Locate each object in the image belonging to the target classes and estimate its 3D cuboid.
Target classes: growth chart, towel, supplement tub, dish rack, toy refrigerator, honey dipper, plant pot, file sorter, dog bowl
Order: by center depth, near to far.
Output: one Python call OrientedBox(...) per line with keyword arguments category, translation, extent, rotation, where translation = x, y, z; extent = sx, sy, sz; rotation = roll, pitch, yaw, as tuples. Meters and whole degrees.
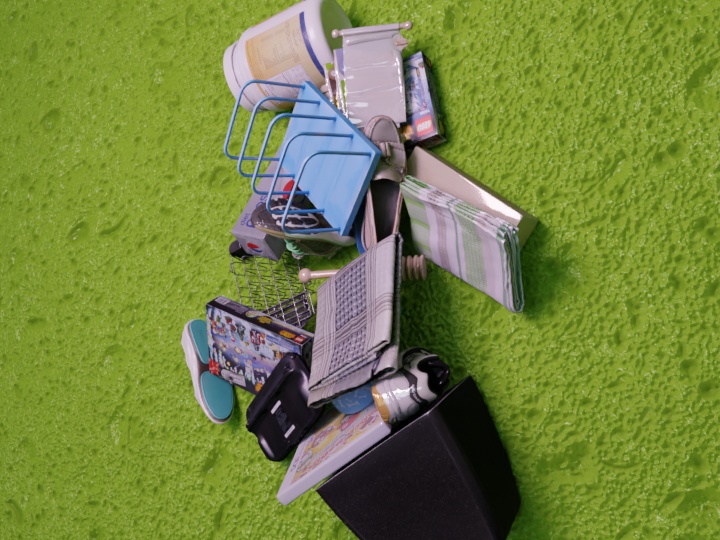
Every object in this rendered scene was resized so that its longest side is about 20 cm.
OrientedBox(category="plant pot", translation=(0.096, 0.280, 0.887), extent=(0.199, 0.199, 0.179), rotation=(-39, 78, 19))
OrientedBox(category="towel", translation=(-0.013, 0.069, 0.922), extent=(0.192, 0.034, 0.203), rotation=(-33, 44, 43))
OrientedBox(category="towel", translation=(0.134, -0.034, 0.928), extent=(0.031, 0.151, 0.199), rotation=(-37, 45, -23))
OrientedBox(category="file sorter", translation=(-0.091, -0.162, 0.972), extent=(0.200, 0.121, 0.140), rotation=(49, 130, 34))
OrientedBox(category="toy refrigerator", translation=(0.149, -0.094, 0.983), extent=(0.199, 0.070, 0.077), rotation=(39, 109, 30))
OrientedBox(category="dog bowl", translation=(-0.006, 0.106, 0.999), extent=(0.111, 0.049, 0.202), rotation=(-21, 44, 42))
OrientedBox(category="honey dipper", translation=(0.000, 0.000, 1.023), extent=(0.197, 0.038, 0.039), rotation=(-3, 80, 16))
OrientedBox(category="growth chart", translation=(0.006, -0.275, 1.028), extent=(0.142, 0.018, 0.204), rotation=(1, 87, 7))
OrientedBox(category="supplement tub", translation=(-0.115, -0.353, 1.138), extent=(0.197, 0.144, 0.147), rotation=(-15, 75, 28))
OrientedBox(category="dish rack", translation=(-0.144, 0.017, 1.150), extent=(0.152, 0.054, 0.203), rotation=(-24, 72, 27))

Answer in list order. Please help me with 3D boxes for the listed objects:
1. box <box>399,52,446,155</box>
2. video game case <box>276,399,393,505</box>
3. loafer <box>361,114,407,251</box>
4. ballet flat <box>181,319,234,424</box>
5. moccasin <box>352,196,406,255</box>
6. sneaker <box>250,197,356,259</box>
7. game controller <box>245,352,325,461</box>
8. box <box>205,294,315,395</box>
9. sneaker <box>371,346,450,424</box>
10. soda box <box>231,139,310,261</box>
OrientedBox(category="box", translation=(0.029, -0.238, 1.084), extent=(0.198, 0.040, 0.139), rotation=(-17, 74, 28))
OrientedBox(category="video game case", translation=(-0.023, 0.226, 0.978), extent=(0.199, 0.182, 0.023), rotation=(-39, 99, 20))
OrientedBox(category="loafer", translation=(0.036, -0.117, 0.969), extent=(0.071, 0.063, 0.204), rotation=(-1, 101, -9))
OrientedBox(category="ballet flat", translation=(-0.271, 0.183, 1.199), extent=(0.069, 0.069, 0.202), rotation=(-34, 62, 22))
OrientedBox(category="moccasin", translation=(0.023, -0.085, 1.048), extent=(0.079, 0.068, 0.203), rotation=(-16, 98, 13))
OrientedBox(category="sneaker", translation=(-0.090, -0.048, 1.053), extent=(0.089, 0.198, 0.077), rotation=(-52, 50, 29))
OrientedBox(category="game controller", translation=(-0.118, 0.214, 1.051), extent=(0.105, 0.042, 0.201), rotation=(49, 132, 15))
OrientedBox(category="box", translation=(-0.163, 0.137, 1.105), extent=(0.198, 0.040, 0.139), rotation=(19, 121, 28))
OrientedBox(category="sneaker", translation=(0.086, 0.146, 0.913), extent=(0.087, 0.200, 0.077), rotation=(-25, 93, 19))
OrientedBox(category="soda box", translation=(-0.126, -0.119, 1.106), extent=(0.067, 0.064, 0.202), rotation=(12, 63, 27))
